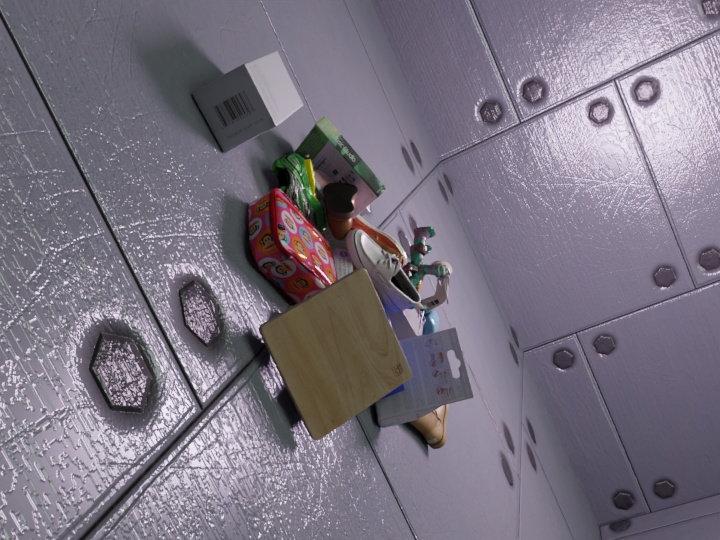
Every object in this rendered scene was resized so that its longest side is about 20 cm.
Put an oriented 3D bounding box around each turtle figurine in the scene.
[{"bbox_3d":[0.123,0.017,1.489,0.099,0.150,0.203,16,57,-15],"label":"turtle figurine"}]

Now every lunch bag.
[{"bbox_3d":[-0.122,-0.045,1.282,0.200,0.081,0.178,47,23,-42],"label":"lunch bag"}]

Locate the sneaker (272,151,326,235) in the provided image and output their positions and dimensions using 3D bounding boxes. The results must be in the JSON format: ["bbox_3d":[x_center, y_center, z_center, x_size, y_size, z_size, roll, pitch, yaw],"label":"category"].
[{"bbox_3d":[-0.127,-0.126,1.396,0.084,0.078,0.203,-13,88,-35],"label":"sneaker"}]

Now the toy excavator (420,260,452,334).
[{"bbox_3d":[0.151,0.096,1.693,0.197,0.198,0.100,66,18,-4],"label":"toy excavator"}]

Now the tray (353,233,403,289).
[{"bbox_3d":[0.000,0.000,1.447,0.098,0.037,0.200,31,38,13],"label":"tray"}]

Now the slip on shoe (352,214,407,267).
[{"bbox_3d":[0.017,-0.065,1.618,0.199,0.074,0.061,36,54,0],"label":"slip on shoe"}]

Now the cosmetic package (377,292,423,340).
[{"bbox_3d":[0.051,0.079,1.577,0.201,0.105,0.091,59,23,-27],"label":"cosmetic package"}]

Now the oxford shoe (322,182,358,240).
[{"bbox_3d":[-0.044,-0.123,1.430,0.201,0.070,0.072,-84,179,-62],"label":"oxford shoe"}]

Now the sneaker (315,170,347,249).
[{"bbox_3d":[-0.067,-0.126,1.525,0.202,0.075,0.105,62,24,-5],"label":"sneaker"}]

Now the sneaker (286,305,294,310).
[{"bbox_3d":[-0.055,0.135,1.236,0.202,0.089,0.075,60,20,-22],"label":"sneaker"}]

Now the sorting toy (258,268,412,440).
[{"bbox_3d":[-0.045,0.130,1.156,0.069,0.197,0.202,2,-61,65],"label":"sorting toy"}]

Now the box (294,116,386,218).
[{"bbox_3d":[-0.045,-0.216,1.533,0.200,0.144,0.036,48,62,-6],"label":"box"}]

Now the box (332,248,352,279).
[{"bbox_3d":[-0.032,0.047,1.326,0.042,0.038,0.202,104,-14,-49],"label":"box"}]

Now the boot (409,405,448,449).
[{"bbox_3d":[0.137,0.292,1.646,0.201,0.065,0.177,51,24,-38],"label":"boot"}]

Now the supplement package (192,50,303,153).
[{"bbox_3d":[-0.198,-0.311,1.304,0.118,0.116,0.200,61,20,-16],"label":"supplement package"}]

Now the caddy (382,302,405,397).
[{"bbox_3d":[0.019,0.162,1.404,0.142,0.103,0.203,83,-7,-63],"label":"caddy"}]

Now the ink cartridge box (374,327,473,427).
[{"bbox_3d":[0.118,0.217,1.462,0.050,0.197,0.163,71,7,-59],"label":"ink cartridge box"}]

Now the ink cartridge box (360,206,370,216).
[{"bbox_3d":[-0.033,-0.203,1.726,0.201,0.066,0.117,54,22,-36],"label":"ink cartridge box"}]

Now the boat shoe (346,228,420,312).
[{"bbox_3d":[0.048,-0.003,1.382,0.201,0.065,0.072,57,39,-20],"label":"boat shoe"}]
